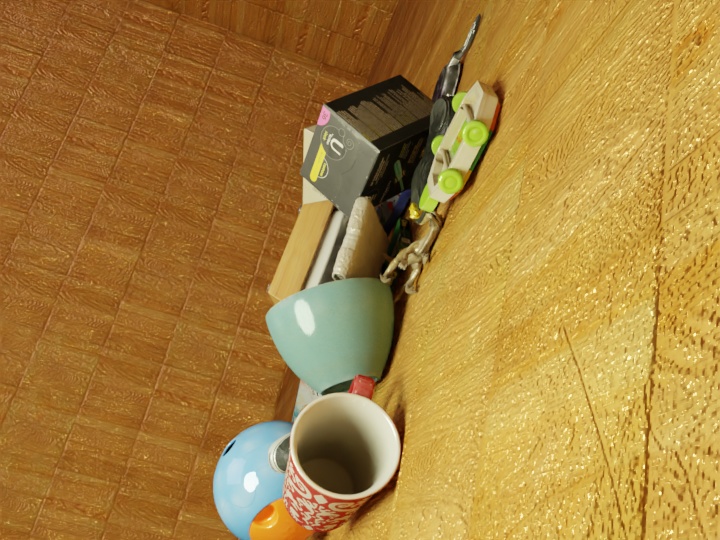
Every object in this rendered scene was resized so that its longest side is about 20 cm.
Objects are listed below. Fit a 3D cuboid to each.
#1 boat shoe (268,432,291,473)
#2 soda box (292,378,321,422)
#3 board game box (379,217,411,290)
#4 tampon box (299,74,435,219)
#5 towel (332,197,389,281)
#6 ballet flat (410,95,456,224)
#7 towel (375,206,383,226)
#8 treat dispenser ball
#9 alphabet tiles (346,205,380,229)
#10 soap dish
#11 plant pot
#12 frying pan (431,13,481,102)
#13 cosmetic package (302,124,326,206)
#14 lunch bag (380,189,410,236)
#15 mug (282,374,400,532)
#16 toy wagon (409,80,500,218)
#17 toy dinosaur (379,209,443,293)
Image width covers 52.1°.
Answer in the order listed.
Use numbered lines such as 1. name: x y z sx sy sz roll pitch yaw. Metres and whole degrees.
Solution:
1. boat shoe: -0.055 0.251 1.137 0.057 0.069 0.200 -19 8 45
2. soda box: -0.082 0.215 1.397 0.068 0.064 0.200 -74 -2 -45
3. board game box: 0.046 0.015 1.304 0.105 0.023 0.200 -82 11 -62
4. tampon box: 0.025 -0.206 1.211 0.200 0.126 0.150 -31 -23 -41
5. towel: 0.002 -0.024 1.183 0.200 0.034 0.133 60 -136 -69
6. ballet flat: 0.121 -0.163 1.115 0.066 0.057 0.200 40 121 52
7. towel: 0.000 0.000 1.320 0.147 0.024 0.200 86 -155 -48
8. treat dispenser ball: -0.138 0.347 1.200 0.201 0.201 0.201 -163 90 -83
9. alphabet tiles: -0.007 -0.039 1.333 0.196 0.015 0.200 -58 -19 -44
10. soap dish: -0.083 -0.006 1.253 0.157 0.081 0.200 77 -148 -68
11. plant pot: -0.032 0.112 1.124 0.200 0.200 0.135 121 137 -62
12. frying pan: 0.159 -0.338 1.276 0.190 0.031 0.115 113 170 -55
13. cosmetic package: -0.051 -0.169 1.390 0.073 0.104 0.200 -26 -46 -37
14. lunch bag: 0.031 -0.177 1.441 0.200 0.124 0.170 65 148 29
15. mug: -0.022 0.250 0.969 0.178 0.133 0.200 -37 -19 -31
16. toy wagon: 0.124 -0.154 0.993 0.155 0.040 0.200 -86 19 -62
17. toy dinosaur: 0.076 -0.018 1.102 0.101 0.058 0.200 -60 8 -28
